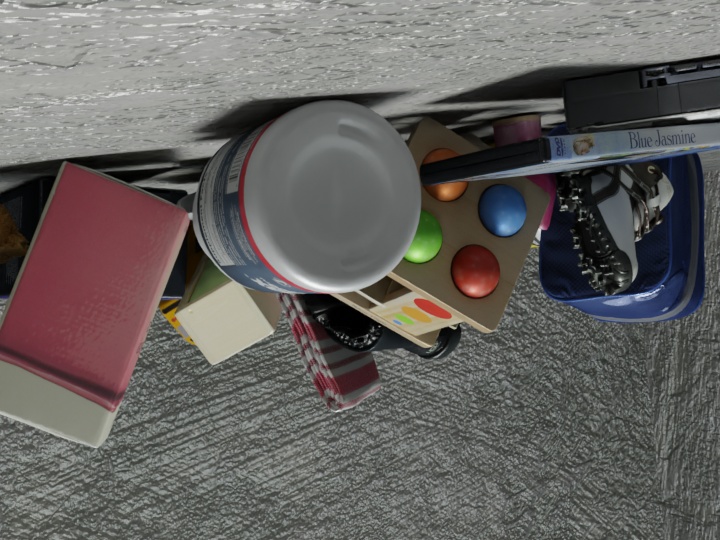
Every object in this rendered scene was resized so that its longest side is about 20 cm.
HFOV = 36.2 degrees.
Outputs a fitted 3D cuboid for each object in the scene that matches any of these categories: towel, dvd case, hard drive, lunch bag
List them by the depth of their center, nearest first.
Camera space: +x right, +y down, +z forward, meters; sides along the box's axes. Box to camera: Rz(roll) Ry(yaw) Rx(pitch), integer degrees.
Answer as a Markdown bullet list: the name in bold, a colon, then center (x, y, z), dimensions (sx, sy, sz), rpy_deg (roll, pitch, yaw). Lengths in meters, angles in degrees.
- **dvd case**: center (0.158, -0.082, 0.768), dimensions (0.197, 0.018, 0.142), rpy_deg (-9, -177, -30)
- **hard drive**: center (0.224, -0.119, 0.801), dimensions (0.137, 0.039, 0.200), rpy_deg (-7, -179, 15)
- **lunch bag**: center (0.255, -0.053, 1.061), dimensions (0.134, 0.204, 0.132), rpy_deg (-3, 165, 32)
- **towel**: center (-0.044, 0.036, 1.063), dimensions (0.030, 0.203, 0.146), rpy_deg (-26, 174, 16)

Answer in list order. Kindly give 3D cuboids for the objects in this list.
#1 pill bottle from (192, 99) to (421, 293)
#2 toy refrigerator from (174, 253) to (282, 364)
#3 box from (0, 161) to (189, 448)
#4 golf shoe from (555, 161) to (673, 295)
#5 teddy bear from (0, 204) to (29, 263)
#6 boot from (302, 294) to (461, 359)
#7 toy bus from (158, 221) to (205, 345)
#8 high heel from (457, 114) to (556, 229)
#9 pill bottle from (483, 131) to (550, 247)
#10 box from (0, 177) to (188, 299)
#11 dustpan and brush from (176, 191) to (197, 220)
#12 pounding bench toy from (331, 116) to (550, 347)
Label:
- **pill bottle**: center (-0.050, -0.044, 0.766), dimensions (0.118, 0.122, 0.199), rpy_deg (-7, -178, -22)
- **toy refrigerator**: center (-0.115, -0.001, 1.079), dimensions (0.075, 0.070, 0.201), rpy_deg (-28, -159, 19)
- **box**: center (-0.225, 0.028, 0.910), dimensions (0.107, 0.203, 0.128), rpy_deg (21, 175, -7)
- **golf shoe**: center (0.211, -0.056, 0.888), dimensions (0.093, 0.079, 0.201), rpy_deg (-5, -145, 4)
- **teddy bear**: center (-0.346, -0.046, 0.831), dimensions (0.197, 0.068, 0.144), rpy_deg (1, 167, -39)
- **boot**: center (0.000, 0.000, 1.060), dimensions (0.076, 0.201, 0.167), rpy_deg (-44, 151, 19)
- **toy bus**: center (-0.166, -0.015, 1.184), dimensions (0.064, 0.079, 0.201), rpy_deg (-30, -152, 18)
- **high heel**: center (0.104, -0.079, 1.003), dimensions (0.066, 0.098, 0.199), rpy_deg (-8, -178, -36)
- **pill bottle**: center (0.121, -0.076, 1.164), dimensions (0.197, 0.117, 0.113), rpy_deg (-6, -179, 38)
- **box**: center (-0.272, -0.024, 1.086), dimensions (0.146, 0.107, 0.199), rpy_deg (3, 177, -30)
- **dustpan and brush**: center (-0.101, -0.085, 1.072), dimensions (0.137, 0.058, 0.200), rpy_deg (-17, 175, 1)
- **pounding bench toy**: center (0.025, -0.045, 0.889), dimensions (0.198, 0.126, 0.156), rpy_deg (30, 163, -12)
